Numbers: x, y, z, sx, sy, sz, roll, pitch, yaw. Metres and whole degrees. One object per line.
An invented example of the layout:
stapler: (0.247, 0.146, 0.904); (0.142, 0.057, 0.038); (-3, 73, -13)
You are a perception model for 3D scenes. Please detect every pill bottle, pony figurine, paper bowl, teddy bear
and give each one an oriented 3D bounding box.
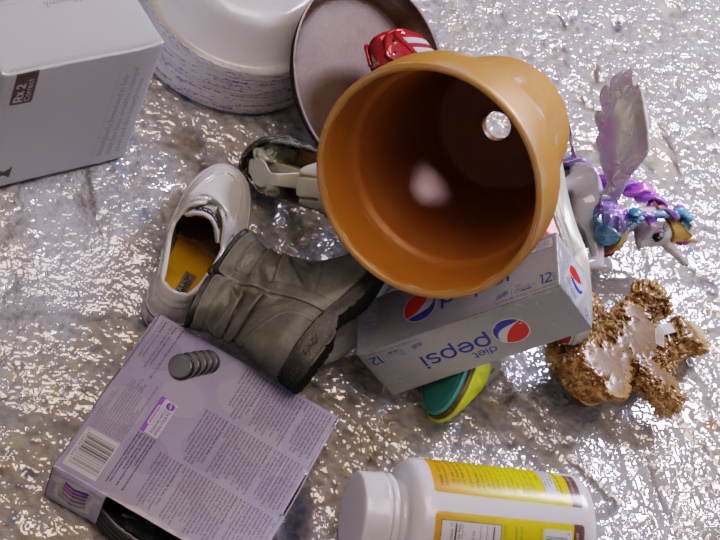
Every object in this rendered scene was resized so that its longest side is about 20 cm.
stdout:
pill bottle: (0.087, 0.215, 1.605); (0.199, 0.109, 0.109); (8, 51, -16)
pony figurine: (0.218, -0.077, 1.877); (0.199, 0.167, 0.194); (-13, 76, -20)
paper bowl: (-0.119, -0.261, 1.903); (0.200, 0.104, 0.201); (11, 49, -13)
teddy bear: (0.251, 0.076, 1.820); (0.145, 0.067, 0.200); (39, 42, -2)

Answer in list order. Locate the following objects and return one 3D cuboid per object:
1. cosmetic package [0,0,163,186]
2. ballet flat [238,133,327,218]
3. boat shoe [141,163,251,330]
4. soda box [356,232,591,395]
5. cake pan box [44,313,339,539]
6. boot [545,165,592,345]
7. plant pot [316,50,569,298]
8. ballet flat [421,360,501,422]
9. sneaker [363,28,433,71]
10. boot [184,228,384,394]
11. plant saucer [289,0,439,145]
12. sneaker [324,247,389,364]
cosmetic package: (-0.308, -0.208, 1.745); (0.165, 0.165, 0.200); (-17, 63, -32)
ballet flat: (-0.044, -0.080, 1.763); (0.072, 0.072, 0.200); (-24, 28, -34)
boat shoe: (-0.142, -0.034, 1.735); (0.071, 0.070, 0.200); (25, 48, -1)
soda box: (0.098, 0.039, 1.682); (0.068, 0.200, 0.064); (49, 30, -40)
cake pan box: (-0.138, 0.155, 1.603); (0.184, 0.052, 0.200); (27, 48, 3)
boot: (0.127, -0.018, 1.755); (0.144, 0.072, 0.201); (-10, 71, -12)
plant pot: (0.090, -0.100, 1.639); (0.200, 0.200, 0.183); (37, 30, 9)
ballet flat: (0.099, 0.064, 1.766); (0.067, 0.067, 0.200); (36, 40, -32)
sneaker: (0.019, -0.155, 1.836); (0.116, 0.078, 0.200); (55, 41, -14)
boot: (-0.054, 0.000, 1.671); (0.130, 0.068, 0.200); (35, 62, 8)
plant saucer: (0.001, -0.188, 1.881); (0.200, 0.034, 0.201); (4, 84, -42)
sneaker: (0.000, 0.000, 1.754); (0.075, 0.089, 0.200); (35, 49, 6)
